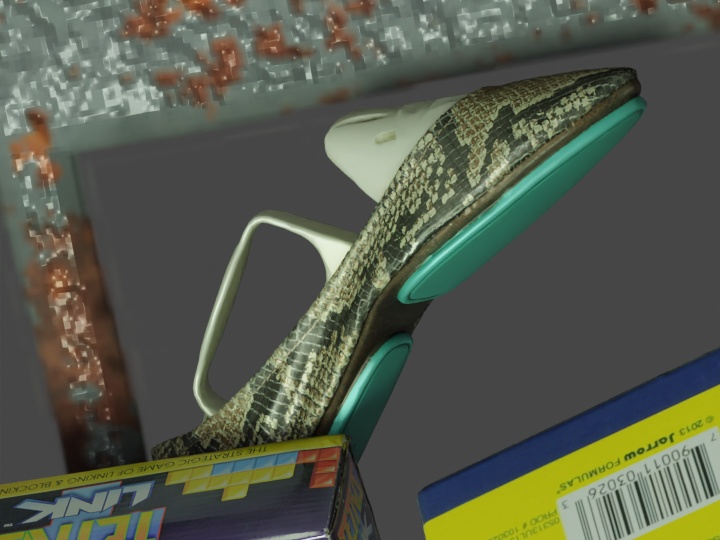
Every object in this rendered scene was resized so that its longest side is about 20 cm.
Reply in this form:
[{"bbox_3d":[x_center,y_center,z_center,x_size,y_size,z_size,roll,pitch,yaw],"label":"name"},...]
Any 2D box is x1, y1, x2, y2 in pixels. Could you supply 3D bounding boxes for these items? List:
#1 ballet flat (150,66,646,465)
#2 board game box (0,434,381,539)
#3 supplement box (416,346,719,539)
[{"bbox_3d":[0.000,0.000,0.874,0.075,0.068,0.200,41,108,13],"label":"ballet flat"},{"bbox_3d":[-0.079,0.144,0.884,0.200,0.057,0.166,-10,121,13],"label":"board game box"},{"bbox_3d":[0.102,0.140,0.791,0.109,0.200,0.109,-27,135,14],"label":"supplement box"}]
